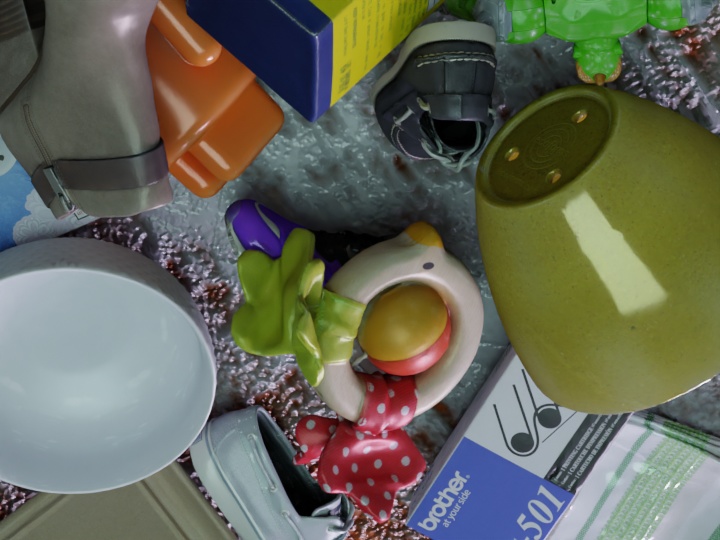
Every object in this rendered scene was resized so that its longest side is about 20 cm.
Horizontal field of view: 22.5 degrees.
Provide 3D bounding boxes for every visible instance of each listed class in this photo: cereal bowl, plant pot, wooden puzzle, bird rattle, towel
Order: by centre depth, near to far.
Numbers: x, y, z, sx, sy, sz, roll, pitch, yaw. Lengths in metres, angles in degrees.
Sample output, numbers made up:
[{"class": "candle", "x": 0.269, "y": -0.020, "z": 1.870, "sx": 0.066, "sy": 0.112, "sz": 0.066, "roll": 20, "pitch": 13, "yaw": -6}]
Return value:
[{"class": "plant pot", "x": 0.151, "y": -0.032, "z": 1.127, "sx": 0.200, "sy": 0.200, "sz": 0.142, "roll": -31, "pitch": 125, "yaw": 17}, {"class": "bird rattle", "x": 0.013, "y": 0.058, "z": 1.187, "sx": 0.163, "sy": 0.113, "sz": 0.200, "roll": -35, "pitch": 117, "yaw": -9}, {"class": "cereal bowl", "x": -0.202, "y": 0.056, "z": 1.263, "sx": 0.200, "sy": 0.083, "sz": 0.200, "roll": -4, "pitch": 126, "yaw": -5}, {"class": "wooden puzzle", "x": -0.183, "y": 0.239, "z": 1.322, "sx": 0.200, "sy": 0.037, "sz": 0.185, "roll": -38, "pitch": 86, "yaw": -6}, {"class": "towel", "x": 0.187, "y": 0.167, "z": 1.341, "sx": 0.200, "sy": 0.031, "sz": 0.149, "roll": 22, "pitch": 116, "yaw": -8}]

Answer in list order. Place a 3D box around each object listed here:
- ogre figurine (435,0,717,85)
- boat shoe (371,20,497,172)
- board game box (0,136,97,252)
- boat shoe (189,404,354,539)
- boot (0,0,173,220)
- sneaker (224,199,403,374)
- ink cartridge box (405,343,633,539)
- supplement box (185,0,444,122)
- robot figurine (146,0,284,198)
[{"class": "ogre figurine", "x": 0.138, "y": -0.176, "z": 1.113, "sx": 0.200, "sy": 0.120, "sz": 0.098, "roll": 12, "pitch": 118, "yaw": -3}, {"class": "boat shoe", "x": 0.047, "y": -0.094, "z": 1.128, "sx": 0.073, "sy": 0.200, "sz": 0.063, "roll": -1, "pitch": 77, "yaw": -5}, {"class": "board game box", "x": -0.295, "y": -0.091, "z": 1.223, "sx": 0.200, "sy": 0.043, "sz": 0.199, "roll": -23, "pitch": 116, "yaw": 14}, {"class": "boat shoe", "x": -0.045, "y": 0.184, "z": 1.339, "sx": 0.071, "sy": 0.070, "sz": 0.201, "roll": -28, "pitch": 110, "yaw": 22}, {"class": "boot", "x": -0.141, "y": -0.104, "z": 1.034, "sx": 0.200, "sy": 0.070, "sz": 0.146, "roll": -8, "pitch": 105, "yaw": 49}, {"class": "sneaker", "x": 0.000, "y": 0.000, "z": 1.248, "sx": 0.200, "sy": 0.070, "sz": 0.100, "roll": 40, "pitch": 106, "yaw": -21}, {"class": "ink cartridge box", "x": 0.120, "y": 0.121, "z": 1.288, "sx": 0.094, "sy": 0.044, "sz": 0.200, "roll": 28, "pitch": 117, "yaw": -4}, {"class": "supplement box", "x": 0.003, "y": -0.203, "z": 1.041, "sx": 0.110, "sy": 0.109, "sz": 0.200, "roll": 42, "pitch": 72, "yaw": 13}, {"class": "robot figurine", "x": -0.144, "y": -0.137, "z": 1.147, "sx": 0.117, "sy": 0.144, "sz": 0.200, "roll": -44, "pitch": 100, "yaw": 10}]
